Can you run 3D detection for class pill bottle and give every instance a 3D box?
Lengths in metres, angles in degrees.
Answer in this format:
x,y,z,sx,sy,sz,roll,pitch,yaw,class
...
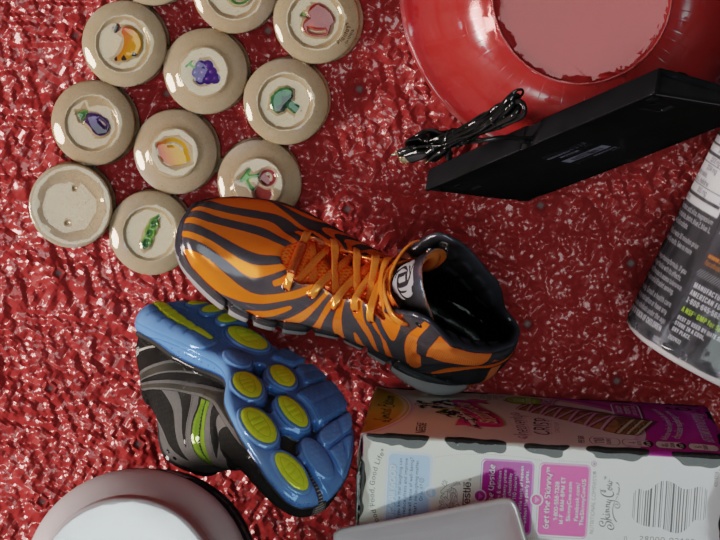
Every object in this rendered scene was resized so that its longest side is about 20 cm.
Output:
x,y,z,sx,sy,sz,roll,pitch,yaw,class
0.235,-0.035,1.130,0.106,0.106,0.201,26,100,-1,pill bottle
-0.114,0.164,1.081,0.119,0.200,0.120,0,85,-1,pill bottle

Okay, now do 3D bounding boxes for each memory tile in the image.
x,y,z,sx,sy,sz,roll,pitch,yaw,class
-0.097,-0.091,1.190,0.153,0.017,0.201,20,101,1,memory tile

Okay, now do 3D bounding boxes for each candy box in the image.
x,y,z,sx,sy,sz,roll,pitch,yaw,class
0.100,0.110,1.149,0.199,0.136,0.061,2,98,3,candy box

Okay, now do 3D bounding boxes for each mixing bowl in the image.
x,y,z,sx,sy,sz,roll,pitch,yaw,class
0.118,-0.153,1.119,0.199,0.108,0.201,1,98,4,mixing bowl

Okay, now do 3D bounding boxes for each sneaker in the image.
x,y,z,sx,sy,sz,roll,pitch,yaw,class
0.000,0.000,1.136,0.199,0.112,0.078,21,70,-11,sneaker
-0.066,0.084,1.147,0.070,0.199,0.083,-8,116,-32,sneaker

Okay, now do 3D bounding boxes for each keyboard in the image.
x,y,z,sx,sy,sz,roll,pitch,yaw,class
0.099,-0.072,1.082,0.127,0.200,0.021,5,75,-33,keyboard

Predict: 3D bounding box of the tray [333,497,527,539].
x,y,z,sx,sy,sz,roll,pitch,yaw,class
0.062,0.219,1.083,0.107,0.022,0.201,-13,97,23,tray
